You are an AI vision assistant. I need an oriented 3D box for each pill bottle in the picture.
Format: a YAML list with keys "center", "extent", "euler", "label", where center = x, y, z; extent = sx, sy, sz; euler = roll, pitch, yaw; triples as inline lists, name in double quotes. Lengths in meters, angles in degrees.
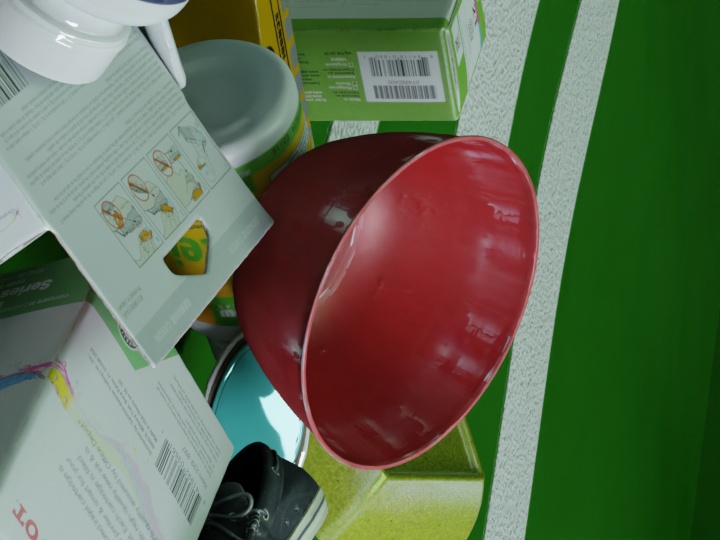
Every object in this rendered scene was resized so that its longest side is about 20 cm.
- center: [-0.073, -0.029, 1.509]
  extent: [0.112, 0.110, 0.201]
  euler: [-73, 157, -43]
  label: "pill bottle"
- center: [-0.107, -0.190, 1.202]
  extent: [0.200, 0.111, 0.111]
  euler: [-51, -179, 27]
  label: "pill bottle"

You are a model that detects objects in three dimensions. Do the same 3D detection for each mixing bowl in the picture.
- center: [0.000, 0.000, 1.430]
  extent: [0.199, 0.108, 0.202]
  euler: [-30, 133, -38]
  label: "mixing bowl"

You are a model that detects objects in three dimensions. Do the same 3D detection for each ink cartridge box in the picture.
- center: [-0.136, -0.051, 1.275]
  extent: [0.174, 0.043, 0.200]
  euler: [56, 26, -10]
  label: "ink cartridge box"
- center: [-0.153, 0.111, 1.247]
  extent: [0.146, 0.087, 0.201]
  euler: [62, 29, -31]
  label: "ink cartridge box"
- center: [0.014, -0.192, 1.727]
  extent: [0.201, 0.146, 0.076]
  euler: [-70, 155, -48]
  label: "ink cartridge box"

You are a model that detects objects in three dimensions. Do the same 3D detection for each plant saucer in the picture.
- center: [0.013, 0.086, 1.711]
  extent: [0.199, 0.048, 0.202]
  euler: [8, 60, -58]
  label: "plant saucer"

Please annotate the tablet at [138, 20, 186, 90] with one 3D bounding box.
- center: [-0.138, -0.204, 1.343]
  extent: [0.130, 0.014, 0.201]
  euler: [-120, -169, -47]
  label: "tablet"

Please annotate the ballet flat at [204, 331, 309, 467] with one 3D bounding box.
- center: [-0.064, 0.120, 1.533]
  extent: [0.069, 0.069, 0.202]
  euler: [-49, 141, -65]
  label: "ballet flat"

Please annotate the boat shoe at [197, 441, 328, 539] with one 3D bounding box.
- center: [-0.072, 0.151, 1.327]
  extent: [0.062, 0.074, 0.200]
  euler: [52, 25, -8]
  label: "boat shoe"

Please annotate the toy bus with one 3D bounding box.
- center: [-0.073, -0.103, 1.586]
  extent: [0.078, 0.065, 0.201]
  euler: [-68, 153, -53]
  label: "toy bus"
